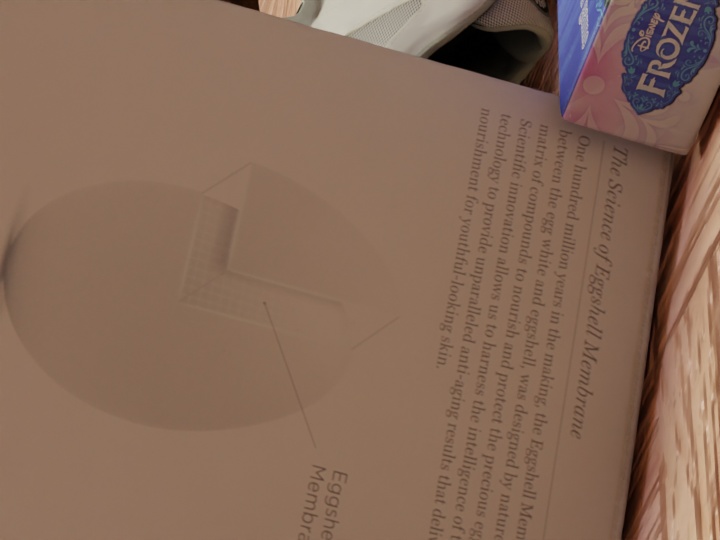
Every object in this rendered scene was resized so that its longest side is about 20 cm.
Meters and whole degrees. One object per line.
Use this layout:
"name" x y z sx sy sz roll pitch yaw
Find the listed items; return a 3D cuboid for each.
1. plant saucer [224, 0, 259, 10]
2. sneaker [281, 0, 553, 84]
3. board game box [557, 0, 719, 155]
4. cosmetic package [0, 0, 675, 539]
"plant saucer" -0.063 -0.077 1.055 0.200 0.035 0.201 -3 -90 -82
"sneaker" 0.034 -0.105 0.925 0.074 0.088 0.200 31 -101 -58
"board game box" 0.105 -0.169 0.816 0.200 0.041 0.200 -86 14 -56
"cosmetic package" -0.033 0.043 0.801 0.123 0.199 0.200 117 166 -61
